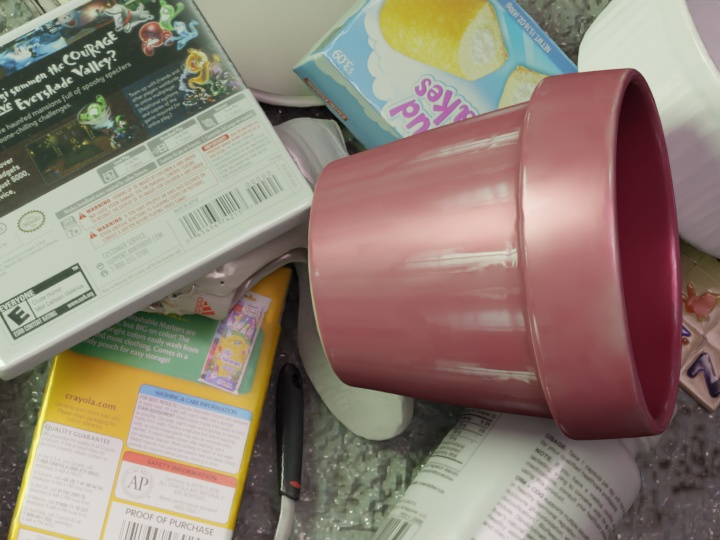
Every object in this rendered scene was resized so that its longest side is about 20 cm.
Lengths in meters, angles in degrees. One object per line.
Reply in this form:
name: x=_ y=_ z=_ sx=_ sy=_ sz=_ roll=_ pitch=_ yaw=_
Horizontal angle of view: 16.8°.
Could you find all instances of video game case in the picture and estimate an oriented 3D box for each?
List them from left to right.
video game case: x=-0.152 y=-0.060 z=1.359 sx=0.199 sy=0.023 sz=0.182 roll=-28 pitch=70 yaw=-11

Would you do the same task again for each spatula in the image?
spatula: x=-0.048 y=0.151 z=1.450 sx=0.020 sy=0.056 sz=0.201 roll=-8 pitch=66 yaw=34

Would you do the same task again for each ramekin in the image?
ramekin: x=0.223 y=-0.102 z=1.472 sx=0.200 sy=0.098 sz=0.201 roll=31 pitch=38 yaw=-29

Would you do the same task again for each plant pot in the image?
plant pot: x=0.074 y=-0.005 z=1.345 sx=0.178 sy=0.200 sz=0.201 roll=-4 pitch=77 yaw=16

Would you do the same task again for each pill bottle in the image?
pill bottle: x=0.093 y=0.135 z=1.436 sx=0.113 sy=0.113 sz=0.200 roll=37 pitch=76 yaw=1

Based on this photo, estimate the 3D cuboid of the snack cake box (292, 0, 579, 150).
snack cake box: x=0.071 y=-0.094 z=1.482 sx=0.200 sy=0.067 sz=0.115 roll=46 pitch=73 yaw=-10

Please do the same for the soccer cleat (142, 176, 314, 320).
soccer cleat: x=-0.111 y=-0.001 z=1.391 sx=0.199 sy=0.069 sz=0.078 roll=-20 pitch=83 yaw=-13

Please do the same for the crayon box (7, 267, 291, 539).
crayon box: x=-0.123 y=0.084 z=1.439 sx=0.125 sy=0.052 sz=0.201 roll=14 pitch=77 yaw=-5

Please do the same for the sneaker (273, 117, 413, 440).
sneaker: x=0.000 y=0.000 z=1.481 sx=0.088 sy=0.075 sz=0.201 roll=-23 pitch=94 yaw=-50

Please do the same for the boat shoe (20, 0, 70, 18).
boat shoe: x=-0.155 y=-0.130 z=1.485 sx=0.066 sy=0.072 sz=0.201 roll=-31 pitch=97 yaw=12

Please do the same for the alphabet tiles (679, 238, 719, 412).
alphabet tiles: x=0.178 y=0.010 z=1.533 sx=0.167 sy=0.008 sz=0.200 roll=40 pitch=75 yaw=1

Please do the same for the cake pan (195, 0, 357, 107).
cake pan: x=-0.043 y=-0.195 z=1.527 sx=0.199 sy=0.037 sz=0.201 roll=2 pitch=78 yaw=-8
